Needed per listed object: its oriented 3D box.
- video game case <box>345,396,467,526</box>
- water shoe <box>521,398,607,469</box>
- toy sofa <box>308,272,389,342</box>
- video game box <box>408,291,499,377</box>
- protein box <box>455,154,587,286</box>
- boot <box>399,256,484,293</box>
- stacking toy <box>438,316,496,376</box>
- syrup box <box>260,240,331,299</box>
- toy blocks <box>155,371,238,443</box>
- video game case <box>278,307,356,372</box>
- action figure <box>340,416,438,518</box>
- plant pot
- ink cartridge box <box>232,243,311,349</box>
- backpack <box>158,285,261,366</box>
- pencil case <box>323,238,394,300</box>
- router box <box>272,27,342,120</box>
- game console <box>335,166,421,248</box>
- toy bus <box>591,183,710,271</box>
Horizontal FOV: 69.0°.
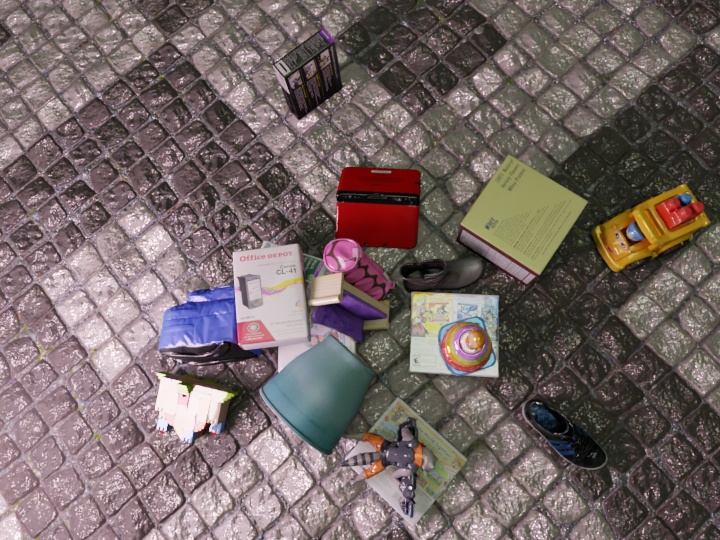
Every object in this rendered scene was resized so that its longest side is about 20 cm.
[{"bbox_3d":[0.098,0.413,1.143,0.200,0.023,0.182,40,83,13],"label":"video game case"},{"bbox_3d":[0.429,0.349,1.098,0.200,0.079,0.072,35,82,12],"label":"water shoe"},{"bbox_3d":[-0.020,0.086,1.132,0.083,0.200,0.098,-10,63,33],"label":"toy sofa"},{"bbox_3d":[0.210,0.144,1.184,0.199,0.047,0.183,3,80,5],"label":"video game box"},{"bbox_3d":[0.356,-0.109,1.186,0.200,0.135,0.199,34,82,11],"label":"protein box"},{"bbox_3d":[0.188,0.004,1.175,0.199,0.132,0.070,-17,75,1],"label":"boot"},{"bbox_3d":[0.222,0.148,1.057,0.109,0.200,0.117,-16,78,1],"label":"stacking toy"},{"bbox_3d":[-0.144,0.007,1.214,0.199,0.082,0.079,18,67,17],"label":"syrup box"},{"bbox_3d":[-0.381,0.319,1.181,0.199,0.100,0.137,11,89,8],"label":"toy blocks"},{"bbox_3d":[-0.102,0.136,1.225,0.181,0.024,0.201,-3,77,5],"label":"video game case"},{"bbox_3d":[0.065,0.411,1.084,0.193,0.105,0.201,-9,73,13],"label":"action figure"},{"bbox_3d":[-0.076,0.245,1.104,0.200,0.200,0.188,40,83,13],"label":"plant pot"},{"bbox_3d":[-0.186,0.057,1.105,0.147,0.086,0.201,-7,75,-3],"label":"ink cartridge box"},{"bbox_3d":[-0.340,0.130,1.184,0.199,0.163,0.169,-12,61,13],"label":"backpack"},{"bbox_3d":[0.000,0.000,1.158,0.093,0.200,0.091,2,71,27],"label":"pencil case"},{"bbox_3d":[-0.123,-0.473,1.283,0.149,0.200,0.051,-38,79,-5],"label":"router box"},{"bbox_3d":[0.045,-0.158,1.286,0.199,0.119,0.173,4,46,6],"label":"game console"},{"bbox_3d":[0.635,-0.098,1.130,0.199,0.192,0.136,-24,77,1],"label":"toy bus"}]
